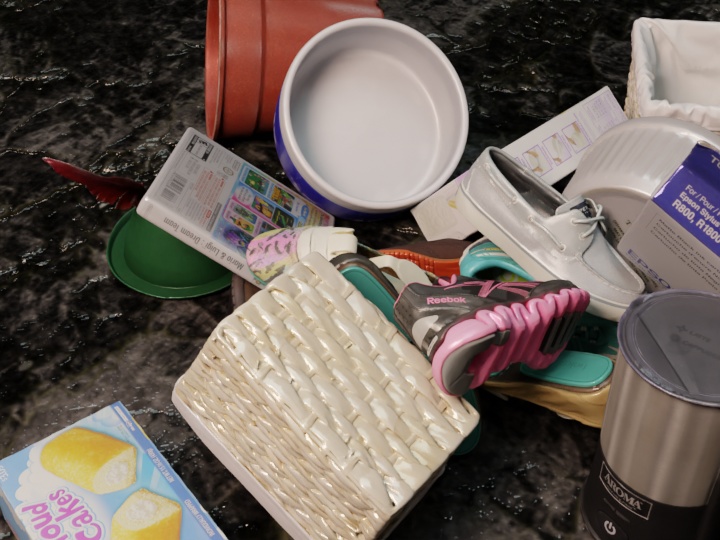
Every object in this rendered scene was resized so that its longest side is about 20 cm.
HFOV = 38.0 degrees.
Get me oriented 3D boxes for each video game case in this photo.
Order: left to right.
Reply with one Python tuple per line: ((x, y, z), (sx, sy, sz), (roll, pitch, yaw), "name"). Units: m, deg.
((-0.110, -0.052, 1.002), (0.181, 0.024, 0.201), (32, 23, -11), "video game case")

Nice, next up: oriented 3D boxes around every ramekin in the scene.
((0.265, -0.030, 0.948), (0.201, 0.204, 0.094), (28, 50, 29), "ramekin")

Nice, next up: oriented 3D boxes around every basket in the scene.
((-0.024, 0.104, 0.789), (0.200, 0.124, 0.135), (45, 52, 8), "basket")
((0.382, -0.154, 1.124), (0.197, 0.162, 0.199), (6, 40, 5), "basket")

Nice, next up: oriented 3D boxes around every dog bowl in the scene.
((0.009, -0.156, 1.099), (0.197, 0.079, 0.203), (2, 81, -13), "dog bowl")

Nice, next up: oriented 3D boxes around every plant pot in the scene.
((-0.078, -0.246, 1.217), (0.192, 0.203, 0.202), (1, 39, -13), "plant pot")

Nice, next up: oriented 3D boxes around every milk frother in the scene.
((0.282, 0.113, 0.786), (0.179, 0.190, 0.200), (26, 46, 26), "milk frother")

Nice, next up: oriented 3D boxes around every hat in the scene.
((-0.182, -0.086, 1.022), (0.163, 0.178, 0.201), (4, 40, 5), "hat")

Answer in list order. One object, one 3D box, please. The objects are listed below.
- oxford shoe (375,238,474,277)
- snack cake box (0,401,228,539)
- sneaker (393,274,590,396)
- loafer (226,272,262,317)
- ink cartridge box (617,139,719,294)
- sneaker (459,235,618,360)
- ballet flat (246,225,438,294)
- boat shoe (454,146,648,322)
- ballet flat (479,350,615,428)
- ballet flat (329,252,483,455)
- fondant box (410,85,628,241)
((0.063, 0.005, 1.017), (0.197, 0.072, 0.073), (2, 22, -9), "oxford shoe")
((-0.179, 0.201, 0.770), (0.114, 0.068, 0.200), (-25, 46, -29), "snack cake box")
((0.102, 0.030, 0.811), (0.199, 0.080, 0.095), (-7, 37, -48), "sneaker")
((-0.079, 0.076, 0.927), (0.070, 0.074, 0.201), (0, 44, -16), "loafer")
((0.289, 0.010, 0.765), (0.199, 0.200, 0.041), (42, 82, 12), "ink cartridge box")
((0.174, 0.040, 0.930), (0.198, 0.078, 0.080), (28, 23, 10), "sneaker")
((0.000, 0.000, 0.919), (0.198, 0.071, 0.070), (19, 62, -20), "ballet flat")
((0.171, -0.035, 0.902), (0.200, 0.072, 0.070), (38, 38, 17), "boat shoe")
((0.142, 0.093, 0.903), (0.069, 0.064, 0.199), (-42, 35, -25), "ballet flat")
((0.039, 0.063, 0.875), (0.068, 0.201, 0.068), (-33, 15, 3), "ballet flat")
((0.166, -0.103, 1.075), (0.199, 0.144, 0.059), (-33, 90, -33), "fondant box")
